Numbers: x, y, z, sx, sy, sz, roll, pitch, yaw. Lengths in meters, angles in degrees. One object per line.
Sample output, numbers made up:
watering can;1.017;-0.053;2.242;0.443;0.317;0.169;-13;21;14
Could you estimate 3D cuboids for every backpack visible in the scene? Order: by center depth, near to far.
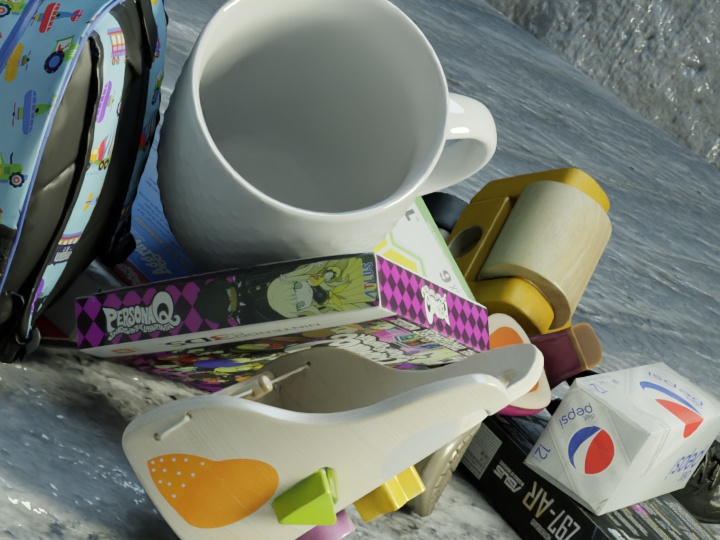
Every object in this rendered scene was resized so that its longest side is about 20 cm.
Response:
backpack;-0.189;-0.078;1.489;0.134;0.201;0.183;24;29;8

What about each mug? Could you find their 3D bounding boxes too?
mug;-0.019;-0.065;1.542;0.199;0.175;0.149;-6;70;-18

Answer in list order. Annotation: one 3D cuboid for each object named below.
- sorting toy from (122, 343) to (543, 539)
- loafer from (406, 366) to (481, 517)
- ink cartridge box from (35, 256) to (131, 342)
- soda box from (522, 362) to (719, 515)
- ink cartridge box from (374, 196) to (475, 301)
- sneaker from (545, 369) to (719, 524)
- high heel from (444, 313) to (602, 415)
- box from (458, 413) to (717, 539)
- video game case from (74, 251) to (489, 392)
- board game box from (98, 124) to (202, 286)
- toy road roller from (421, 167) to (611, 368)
sorting toy;0.004;0.082;1.405;0.107;0.179;0.200;67;18;1
loafer;0.028;0.099;1.693;0.068;0.076;0.200;29;4;-5
ink cartridge box;-0.227;-0.027;1.625;0.200;0.045;0.176;38;13;26
soda box;0.181;0.109;1.803;0.063;0.068;0.200;36;13;18
ink cartridge box;0.000;0.000;1.744;0.199;0.059;0.104;-22;79;-40
sneaker;0.218;0.126;1.962;0.199;0.060;0.104;24;-19;-8
high heel;0.078;0.072;1.728;0.200;0.096;0.068;2;67;-62
box;0.165;0.168;1.800;0.160;0.044;0.200;20;18;-42
video game case;-0.040;0.033;1.546;0.180;0.036;0.200;-8;-12;18
board game box;-0.136;-0.045;1.665;0.103;0.020;0.200;-16;42;-34
toy road roller;0.108;0.024;1.920;0.199;0.123;0.146;-12;-50;48
